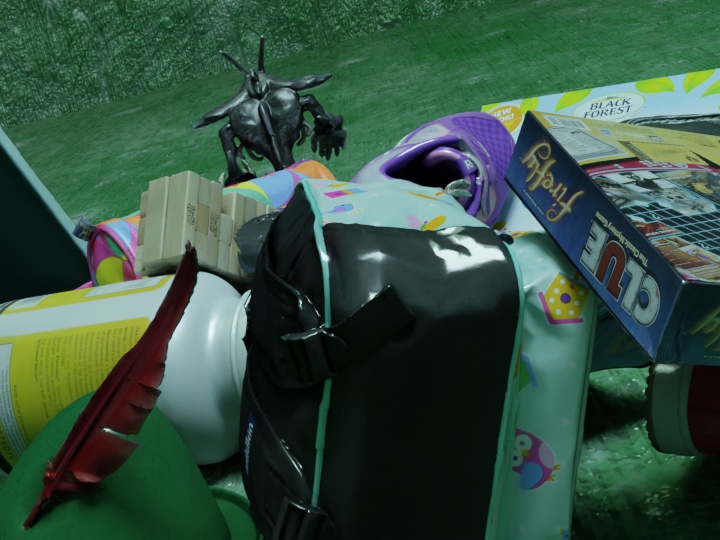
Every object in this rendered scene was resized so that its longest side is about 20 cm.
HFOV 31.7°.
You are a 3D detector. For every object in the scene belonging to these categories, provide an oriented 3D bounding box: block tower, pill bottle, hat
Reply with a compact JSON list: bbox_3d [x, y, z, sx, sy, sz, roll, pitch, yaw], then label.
[{"bbox_3d":[-0.060,-0.006,0.820,0.054,0.058,0.199,-10,-22,36],"label":"block tower"},{"bbox_3d":[-0.126,0.062,0.750,0.198,0.113,0.112,-8,17,21],"label":"pill bottle"},{"bbox_3d":[-0.140,0.070,0.611,0.198,0.178,0.166,-13,16,5],"label":"hat"}]

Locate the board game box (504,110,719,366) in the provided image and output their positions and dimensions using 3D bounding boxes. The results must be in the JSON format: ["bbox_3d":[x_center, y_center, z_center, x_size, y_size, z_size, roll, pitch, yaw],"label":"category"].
[{"bbox_3d":[0.174,-0.010,0.513,0.198,0.035,0.136,5,30,-22],"label":"board game box"}]

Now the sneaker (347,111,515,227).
[{"bbox_3d":[0.045,-0.047,0.723,0.088,0.081,0.200,-39,-2,42],"label":"sneaker"}]

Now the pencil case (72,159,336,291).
[{"bbox_3d":[-0.101,-0.018,0.893,0.199,0.089,0.088,-19,16,-36],"label":"pencil case"}]

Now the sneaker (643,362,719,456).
[{"bbox_3d":[0.223,0.036,0.600,0.112,0.072,0.200,1,21,36],"label":"sneaker"}]

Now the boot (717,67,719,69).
[{"bbox_3d":[0.362,-0.127,1.003,0.198,0.077,0.168,-5,14,12],"label":"boot"}]

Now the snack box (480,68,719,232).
[{"bbox_3d":[0.154,-0.040,0.806,0.198,0.068,0.170,-3,48,32],"label":"snack box"}]

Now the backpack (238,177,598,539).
[{"bbox_3d":[0.018,0.046,0.569,0.152,0.178,0.200,-1,13,-14],"label":"backpack"}]

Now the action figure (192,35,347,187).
[{"bbox_3d":[-0.061,-0.084,1.018,0.118,0.202,0.102,-19,6,-3],"label":"action figure"}]

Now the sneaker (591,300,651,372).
[{"bbox_3d":[0.082,0.048,0.698,0.199,0.090,0.079,-21,33,50],"label":"sneaker"}]

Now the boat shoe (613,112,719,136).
[{"bbox_3d":[0.225,-0.062,0.685,0.198,0.068,0.074,16,54,18],"label":"boat shoe"}]

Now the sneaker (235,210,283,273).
[{"bbox_3d":[0.000,0.000,0.796,0.073,0.082,0.199,-9,-7,38],"label":"sneaker"}]

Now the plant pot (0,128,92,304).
[{"bbox_3d":[-0.327,0.025,0.889,0.199,0.197,0.196,-24,17,46],"label":"plant pot"}]
